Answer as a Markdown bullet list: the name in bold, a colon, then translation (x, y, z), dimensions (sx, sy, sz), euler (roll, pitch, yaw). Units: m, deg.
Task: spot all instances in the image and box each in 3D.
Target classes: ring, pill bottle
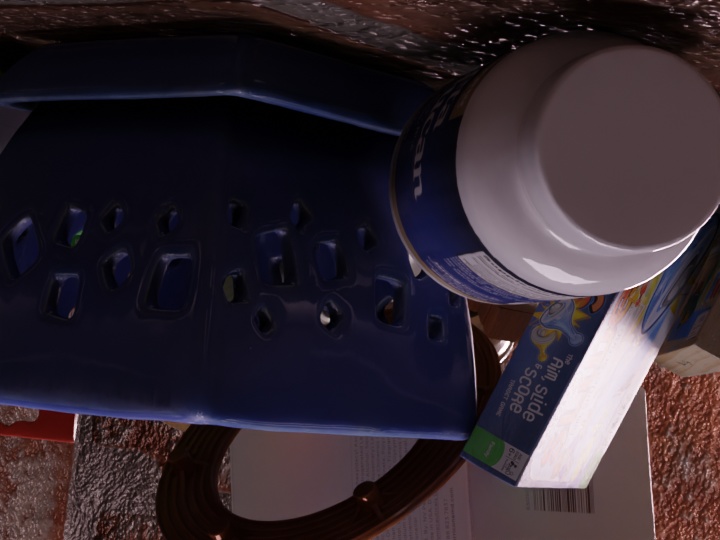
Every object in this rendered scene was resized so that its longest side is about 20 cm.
- **ring**: translation (-0.021, 0.082, 1.203), dimensions (0.200, 0.200, 0.019), euler (2, 132, 44)
- **pill bottle**: translation (0.086, -0.043, 0.984), dimensions (0.111, 0.111, 0.200), euler (6, 176, -12)

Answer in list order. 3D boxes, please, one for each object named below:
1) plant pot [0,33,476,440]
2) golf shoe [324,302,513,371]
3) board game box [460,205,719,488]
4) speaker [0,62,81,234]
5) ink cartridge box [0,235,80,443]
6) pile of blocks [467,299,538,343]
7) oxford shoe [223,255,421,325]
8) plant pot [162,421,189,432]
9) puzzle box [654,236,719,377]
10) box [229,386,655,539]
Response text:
- **plant pot**: translation (-0.070, -0.015, 1.112), dimensions (0.200, 0.180, 0.200), euler (3, 176, 41)
- **golf shoe**: translation (-0.004, 0.022, 1.334), dimensions (0.200, 0.078, 0.097), euler (0, 138, -16)
- **board game box**: translation (0.128, 0.014, 1.152), dimensions (0.034, 0.200, 0.135), euler (29, -174, 21)
- **speaker**: translation (-0.189, -0.068, 1.207), dimensions (0.088, 0.089, 0.200), euler (4, 176, 21)
- **ink cartridge box**: translation (-0.227, 0.005, 1.460), dimensions (0.109, 0.200, 0.050), euler (3, 175, 25)
- **pile of blocks**: translation (0.044, -0.035, 1.295), dimensions (0.200, 0.062, 0.082), euler (32, -143, 12)
- **oxford shoe**: translation (0.000, 0.000, 1.234), dimensions (0.200, 0.058, 0.075), euler (-10, 157, 39)
- **plant pot**: translation (-0.090, -0.011, 1.453), dimensions (0.186, 0.187, 0.200), euler (5, 159, 7)
- **puzzle box**: translation (0.201, -0.010, 1.198), dimensions (0.025, 0.133, 0.200), euler (29, 176, 2)
- **box**: translation (0.044, 0.126, 1.314), dimensions (0.152, 0.106, 0.200), euler (8, 165, -43)
